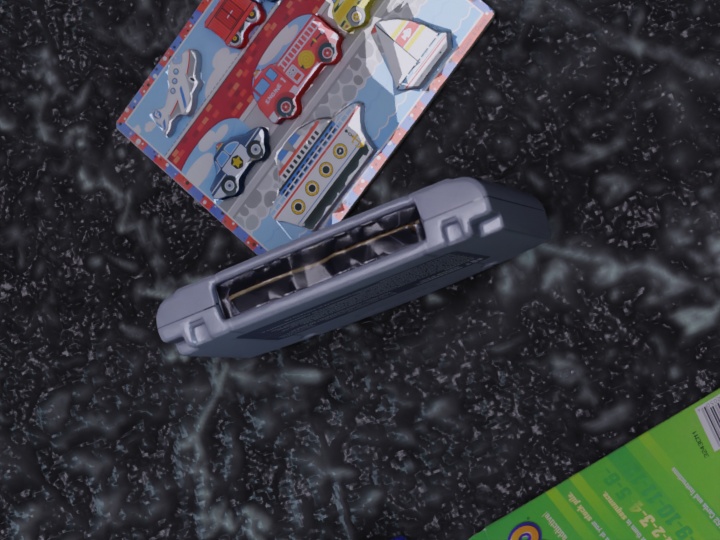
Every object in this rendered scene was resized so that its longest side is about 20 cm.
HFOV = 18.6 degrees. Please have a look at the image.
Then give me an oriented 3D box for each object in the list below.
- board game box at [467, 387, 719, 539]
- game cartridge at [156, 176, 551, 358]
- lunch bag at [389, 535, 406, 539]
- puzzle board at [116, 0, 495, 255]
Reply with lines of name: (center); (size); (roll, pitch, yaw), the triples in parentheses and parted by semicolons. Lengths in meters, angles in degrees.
board game box: (0.154, 0.144, 1.199); (0.199, 0.030, 0.096); (-32, 59, 16)
game cartridge: (0.000, 0.000, 1.213); (0.199, 0.133, 0.041); (-22, 76, 18)
lunch bag: (-0.047, 0.260, 1.238); (0.199, 0.127, 0.171); (-20, 84, 10)
puzzle board: (-0.036, -0.117, 1.288); (0.151, 0.017, 0.200); (41, 104, 15)
